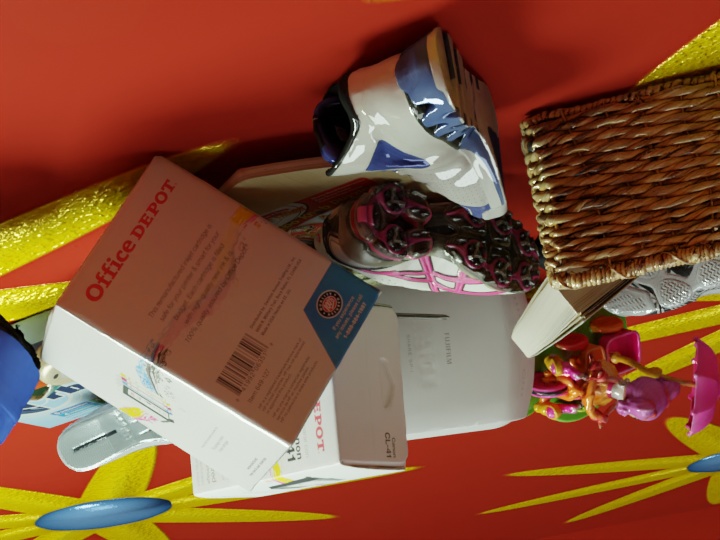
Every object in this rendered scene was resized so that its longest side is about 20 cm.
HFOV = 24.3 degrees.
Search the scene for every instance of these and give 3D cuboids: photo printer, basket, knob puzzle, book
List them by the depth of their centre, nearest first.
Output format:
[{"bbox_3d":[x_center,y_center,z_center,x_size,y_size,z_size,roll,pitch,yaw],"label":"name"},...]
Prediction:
[{"bbox_3d":[0.236,-0.053,1.307,0.200,0.149,0.143,-14,161,9],"label":"basket"},{"bbox_3d":[-0.038,-0.061,1.326,0.219,0.031,0.220,-9,162,-3],"label":"knob puzzle"},{"bbox_3d":[0.230,-0.007,1.481,0.200,0.048,0.134,-35,171,-22],"label":"book"},{"bbox_3d":[0.065,0.074,1.572,0.200,0.167,0.069,-6,-179,-11],"label":"photo printer"}]

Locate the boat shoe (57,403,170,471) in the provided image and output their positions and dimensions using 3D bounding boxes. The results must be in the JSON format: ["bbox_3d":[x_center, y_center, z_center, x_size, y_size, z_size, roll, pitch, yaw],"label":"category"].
[{"bbox_3d":[-0.204,0.136,1.646,0.200,0.074,0.067,-18,-171,14],"label":"boat shoe"}]

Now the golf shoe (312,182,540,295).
[{"bbox_3d":[0.056,-0.020,1.347,0.200,0.073,0.092,15,157,-34],"label":"golf shoe"}]

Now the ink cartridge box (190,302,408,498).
[{"bbox_3d":[-0.061,0.115,1.463,0.086,0.148,0.200,7,162,-42],"label":"ink cartridge box"}]

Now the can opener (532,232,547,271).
[{"bbox_3d":[0.183,-0.037,1.477,0.079,0.063,0.200,-40,166,6],"label":"can opener"}]

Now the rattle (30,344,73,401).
[{"bbox_3d":[-0.218,0.099,1.473,0.200,0.143,0.130,-35,169,2],"label":"rattle"}]

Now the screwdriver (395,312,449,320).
[{"bbox_3d":[-0.019,0.039,1.516,0.200,0.028,0.029,1,180,5],"label":"screwdriver"}]

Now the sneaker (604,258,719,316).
[{"bbox_3d":[0.338,0.005,1.643,0.200,0.075,0.115,-22,155,24],"label":"sneaker"}]

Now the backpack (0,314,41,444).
[{"bbox_3d":[-0.356,0.081,1.280,0.200,0.168,0.163,23,166,4],"label":"backpack"}]

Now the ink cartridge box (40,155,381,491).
[{"bbox_3d":[-0.118,0.042,1.273,0.200,0.147,0.145,33,154,-2],"label":"ink cartridge box"}]

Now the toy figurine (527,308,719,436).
[{"bbox_3d":[0.263,0.106,1.651,0.200,0.150,0.184,-20,-157,-37],"label":"toy figurine"}]

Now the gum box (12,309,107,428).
[{"bbox_3d":[-0.304,0.100,1.643,0.170,0.045,0.200,-20,160,24],"label":"gum box"}]

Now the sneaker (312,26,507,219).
[{"bbox_3d":[0.031,-0.100,1.191,0.115,0.081,0.199,-11,155,16],"label":"sneaker"}]

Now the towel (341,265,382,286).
[{"bbox_3d":[0.000,0.000,1.447,0.200,0.037,0.148,-15,178,-6],"label":"towel"}]
